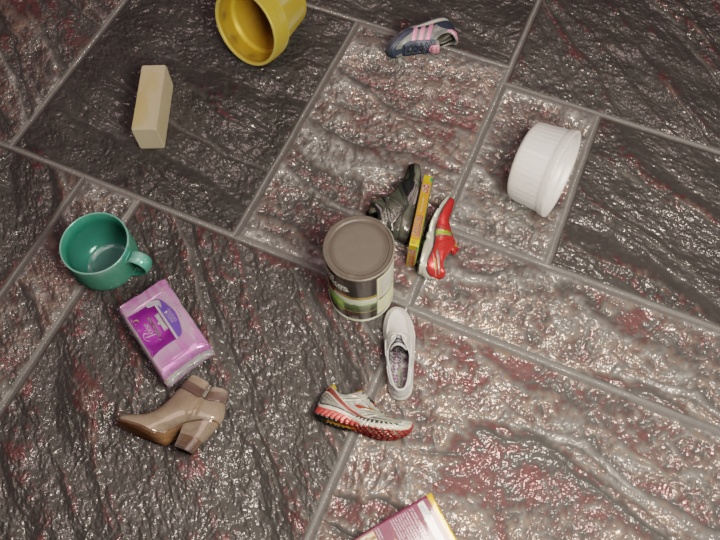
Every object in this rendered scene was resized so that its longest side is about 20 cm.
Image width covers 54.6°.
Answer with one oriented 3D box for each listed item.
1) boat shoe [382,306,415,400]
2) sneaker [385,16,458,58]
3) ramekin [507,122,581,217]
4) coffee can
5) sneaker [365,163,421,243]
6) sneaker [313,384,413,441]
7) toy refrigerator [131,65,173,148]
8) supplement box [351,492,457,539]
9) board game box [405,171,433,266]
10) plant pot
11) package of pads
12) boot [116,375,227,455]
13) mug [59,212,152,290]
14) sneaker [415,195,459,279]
[{"bbox_3d":[0.078,0.163,1.447,0.071,0.069,0.203,4,64,4],"label":"boat shoe"},{"bbox_3d":[0.164,-0.595,1.823,0.198,0.070,0.083,-27,63,-10],"label":"sneaker"},{"bbox_3d":[0.409,-0.232,1.569,0.097,0.201,0.201,26,66,22],"label":"ramekin"},{"bbox_3d":[0.000,0.000,1.457,0.144,0.201,0.148,-1,63,2],"label":"coffee can"},{"bbox_3d":[0.078,-0.168,1.609,0.112,0.076,0.202,15,70,2],"label":"sneaker"},{"bbox_3d":[0.011,0.280,1.386,0.197,0.078,0.083,15,63,9],"label":"sneaker"},{"bbox_3d":[-0.522,-0.410,1.748,0.069,0.076,0.203,-1,64,1],"label":"toy refrigerator"},{"bbox_3d":[0.069,0.508,1.265,0.198,0.086,0.111,-27,66,-12],"label":"supplement box"},{"bbox_3d":[0.135,-0.119,1.571,0.030,0.096,0.202,14,64,6],"label":"board game box"},{"bbox_3d":[-0.243,-0.666,1.813,0.199,0.202,0.189,30,53,16],"label":"plant pot"},{"bbox_3d":[-0.409,0.132,1.473,0.120,0.076,0.200,-34,67,-16],"label":"package of pads"},{"bbox_3d":[-0.370,0.279,1.410,0.197,0.071,0.148,19,59,9],"label":"boot"},{"bbox_3d":[-0.557,-0.023,1.533,0.151,0.115,0.185,-37,69,-16],"label":"mug"},{"bbox_3d":[0.184,-0.070,1.569,0.084,0.077,0.203,19,72,-1],"label":"sneaker"}]
